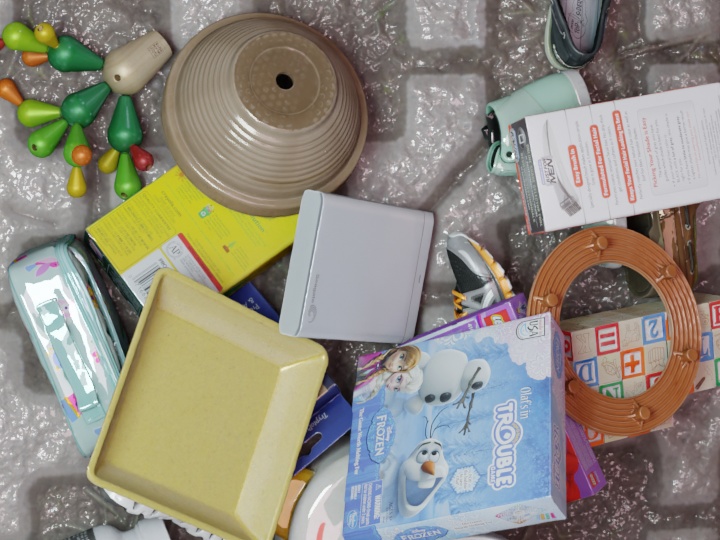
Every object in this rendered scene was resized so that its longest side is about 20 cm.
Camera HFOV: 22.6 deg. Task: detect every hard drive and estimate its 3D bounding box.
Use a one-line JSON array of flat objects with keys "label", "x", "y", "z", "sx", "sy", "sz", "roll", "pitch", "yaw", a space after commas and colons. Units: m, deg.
[{"label": "hard drive", "x": 0.000, "y": 0.000, "z": 1.705, "sx": 0.027, "sy": 0.199, "sz": 0.133, "roll": 12, "pitch": 93, "yaw": 33}]

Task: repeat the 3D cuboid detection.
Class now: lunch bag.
[{"label": "lunch bag", "x": -0.255, "y": 0.070, "z": 1.664, "sx": 0.077, "sy": 0.160, "sz": 0.201, "roll": -24, "pitch": 97, "yaw": -4}]

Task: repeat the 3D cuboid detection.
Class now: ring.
[{"label": "ring", "x": 0.246, "y": 0.056, "z": 1.718, "sx": 0.199, "sy": 0.019, "sz": 0.202, "roll": 5, "pitch": 78, "yaw": -25}]

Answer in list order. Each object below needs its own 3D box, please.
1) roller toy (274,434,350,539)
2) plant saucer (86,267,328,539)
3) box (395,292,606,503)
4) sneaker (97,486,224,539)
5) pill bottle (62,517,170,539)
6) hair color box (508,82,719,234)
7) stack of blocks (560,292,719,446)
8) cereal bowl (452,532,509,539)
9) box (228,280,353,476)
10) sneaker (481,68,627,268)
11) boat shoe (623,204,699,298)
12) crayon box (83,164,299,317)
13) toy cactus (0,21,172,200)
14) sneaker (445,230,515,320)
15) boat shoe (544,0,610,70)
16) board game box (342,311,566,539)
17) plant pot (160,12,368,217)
[{"label": "roller toy", "x": 0.012, "y": 0.252, "z": 1.735, "sx": 0.181, "sy": 0.140, "sz": 0.201, "roll": -26, "pitch": 97, "yaw": -8}, {"label": "plant saucer", "x": -0.142, "y": 0.127, "z": 1.617, "sx": 0.199, "sy": 0.048, "sz": 0.201, "roll": 28, "pitch": 71, "yaw": -31}, {"label": "box", "x": 0.134, "y": 0.139, "z": 1.732, "sx": 0.136, "sy": 0.039, "sz": 0.201, "roll": -23, "pitch": 92, "yaw": 31}, {"label": "sneaker", "x": -0.148, "y": 0.201, "z": 1.700, "sx": 0.199, "sy": 0.067, "sz": 0.091, "roll": 26, "pitch": 111, "yaw": -40}, {"label": "pill bottle", "x": -0.264, "y": 0.309, "z": 1.702, "sx": 0.199, "sy": 0.116, "sz": 0.117, "roll": -22, "pitch": 97, "yaw": -8}, {"label": "hair color box", "x": 0.251, "y": -0.106, "z": 1.721, "sx": 0.198, "sy": 0.064, "sz": 0.112, "roll": -10, "pitch": 89, "yaw": -12}, {"label": "stack of blocks", "x": 0.276, "y": 0.097, "z": 1.783, "sx": 0.199, "sy": 0.058, "sz": 0.116, "roll": -11, "pitch": 100, "yaw": -27}, {"label": "cereal bowl", "x": 0.076, "y": 0.323, "z": 1.650, "sx": 0.198, "sy": 0.083, "sz": 0.202, "roll": -3, "pitch": 102, "yaw": -16}, {"label": "box", "x": -0.105, "y": 0.102, "z": 1.710, "sx": 0.121, "sy": 0.032, "sz": 0.200, "roll": -39, "pitch": 69, "yaw": -6}, {"label": "sneaker", "x": 0.186, "y": -0.086, "z": 1.777, "sx": 0.117, "sy": 0.074, "sz": 0.202, "roll": -18, "pitch": 90, "yaw": -12}, {"label": "boat shoe", "x": 0.300, "y": -0.073, "z": 1.806, "sx": 0.067, "sy": 0.072, "sz": 0.202, "roll": -2, "pitch": 93, "yaw": -27}, {"label": "crayon box", "x": -0.146, "y": -0.039, "z": 1.709, "sx": 0.199, "sy": 0.051, "sz": 0.127, "roll": -35, "pitch": 85, "yaw": -16}, {"label": "toy cactus", "x": -0.249, "y": -0.169, "z": 1.693, "sx": 0.165, "sy": 0.102, "sz": 0.200, "roll": -41, "pitch": 91, "yaw": -15}, {"label": "sneaker", "x": 0.121, "y": 0.058, "z": 1.775, "sx": 0.077, "sy": 0.078, "sz": 0.201, "roll": -22, "pitch": 98, "yaw": -3}, {"label": "boat shoe", "x": 0.216, "y": -0.298, "z": 1.772, "sx": 0.074, "sy": 0.066, "sz": 0.201, "roll": 7, "pitch": 93, "yaw": -10}, {"label": "board game box", "x": 0.086, "y": 0.146, "z": 1.622, "sx": 0.197, "sy": 0.201, "sz": 0.043, "roll": -14, "pitch": 137, "yaw": 20}, {"label": "plant pot", "x": -0.081, "y": -0.159, "z": 1.682, "sx": 0.199, "sy": 0.093, "sz": 0.203, "roll": 5, "pitch": 70, "yaw": -15}]
